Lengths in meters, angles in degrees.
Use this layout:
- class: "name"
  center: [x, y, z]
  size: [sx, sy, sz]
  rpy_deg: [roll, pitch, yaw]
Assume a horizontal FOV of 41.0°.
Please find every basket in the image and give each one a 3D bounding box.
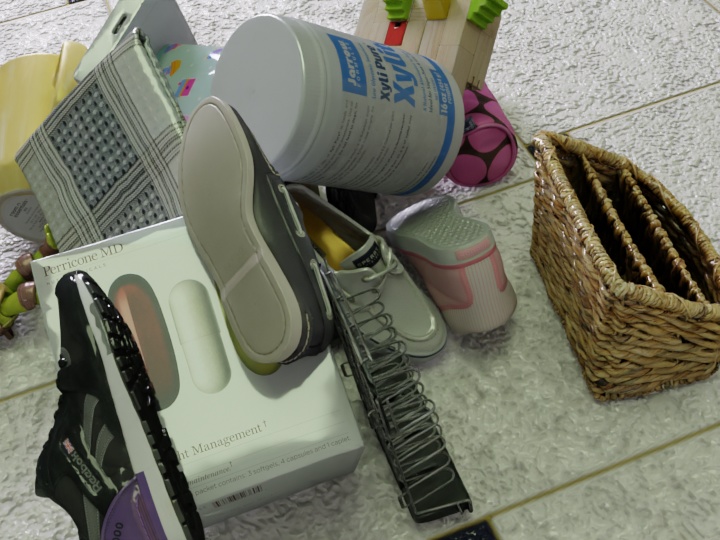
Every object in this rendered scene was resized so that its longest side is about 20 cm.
- class: "basket"
  center: [0.236, -0.017, 0.817]
  size: [0.140, 0.150, 0.202]
  rpy_deg: [-11, 45, -3]

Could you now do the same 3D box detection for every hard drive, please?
- class: "hard drive"
  center: [-0.215, -0.200, 0.988]
  size: [0.026, 0.200, 0.133]
  rpy_deg: [25, 77, 14]

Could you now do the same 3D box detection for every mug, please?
- class: "mug"
  center: [-0.325, -0.126, 0.980]
  size: [0.147, 0.188, 0.155]
  rpy_deg: [-5, 54, 5]

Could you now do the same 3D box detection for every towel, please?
- class: "towel"
  center: [-0.213, -0.072, 0.835]
  size: [0.191, 0.034, 0.202]
  rpy_deg: [-35, 76, 26]

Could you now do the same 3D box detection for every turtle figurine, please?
- class: "turtle figurine"
  center: [-0.338, 0.037, 0.894]
  size: [0.160, 0.065, 0.201]
  rpy_deg: [-29, 35, 7]

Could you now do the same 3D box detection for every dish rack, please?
- class: "dish rack"
  center: [0.021, 0.086, 0.715]
  size: [0.054, 0.201, 0.154]
  rpy_deg: [-23, 48, -5]

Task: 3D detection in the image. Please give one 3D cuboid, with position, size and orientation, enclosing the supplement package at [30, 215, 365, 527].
- class: "supplement package"
  center: [-0.119, 0.079, 0.726]
  size: [0.188, 0.147, 0.203]
  rpy_deg: [-18, 73, -10]

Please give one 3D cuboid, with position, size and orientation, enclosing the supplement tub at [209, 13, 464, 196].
- class: "supplement tub"
  center: [-0.016, -0.137, 0.834]
  size: [0.198, 0.133, 0.132]
  rpy_deg: [2, 31, -46]

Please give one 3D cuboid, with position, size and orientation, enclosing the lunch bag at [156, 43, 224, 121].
- class: "lunch bag"
  center: [-0.158, -0.107, 0.912]
  size: [0.169, 0.122, 0.202]
  rpy_deg: [16, 70, 43]

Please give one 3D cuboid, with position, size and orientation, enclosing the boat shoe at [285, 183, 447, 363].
- class: "boat shoe"
  center: [0.000, 0.000, 0.827]
  size: [0.200, 0.070, 0.071]
  rpy_deg: [43, 62, 2]

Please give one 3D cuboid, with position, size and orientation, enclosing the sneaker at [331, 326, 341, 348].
- class: "sneaker"
  center: [-0.082, 0.030, 0.860]
  size: [0.196, 0.083, 0.074]
  rpy_deg: [-9, 44, -3]

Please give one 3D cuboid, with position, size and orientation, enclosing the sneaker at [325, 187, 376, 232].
- class: "sneaker"
  center: [0.003, -0.118, 0.999]
  size: [0.089, 0.077, 0.202]
  rpy_deg: [-3, 50, -9]

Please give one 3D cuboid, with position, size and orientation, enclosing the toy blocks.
- class: "toy blocks"
  center: [0.052, -0.198, 0.962]
  size: [0.198, 0.099, 0.139]
  rpy_deg: [14, 87, 45]

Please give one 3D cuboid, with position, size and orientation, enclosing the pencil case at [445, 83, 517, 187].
- class: "pencil case"
  center: [0.095, -0.180, 1.035]
  size: [0.092, 0.092, 0.202]
  rpy_deg: [-18, 44, 0]

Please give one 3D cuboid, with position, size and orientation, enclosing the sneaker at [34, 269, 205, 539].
- class: "sneaker"
  center: [-0.172, 0.100, 0.601]
  size: [0.086, 0.076, 0.202]
  rpy_deg: [-22, 74, -4]

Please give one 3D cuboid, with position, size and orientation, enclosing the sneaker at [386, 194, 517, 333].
- class: "sneaker"
  center: [0.083, -0.001, 0.886]
  size: [0.074, 0.106, 0.200]
  rpy_deg: [-26, 19, -6]

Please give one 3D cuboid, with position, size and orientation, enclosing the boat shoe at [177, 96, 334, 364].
- class: "boat shoe"
  center: [-0.072, -0.028, 0.670]
  size: [0.072, 0.062, 0.203]
  rpy_deg: [-35, 64, 31]

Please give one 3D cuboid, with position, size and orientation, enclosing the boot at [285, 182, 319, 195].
- class: "boot"
  center: [-0.120, -0.105, 1.011]
  size: [0.142, 0.071, 0.203]
  rpy_deg: [-15, 43, 2]
